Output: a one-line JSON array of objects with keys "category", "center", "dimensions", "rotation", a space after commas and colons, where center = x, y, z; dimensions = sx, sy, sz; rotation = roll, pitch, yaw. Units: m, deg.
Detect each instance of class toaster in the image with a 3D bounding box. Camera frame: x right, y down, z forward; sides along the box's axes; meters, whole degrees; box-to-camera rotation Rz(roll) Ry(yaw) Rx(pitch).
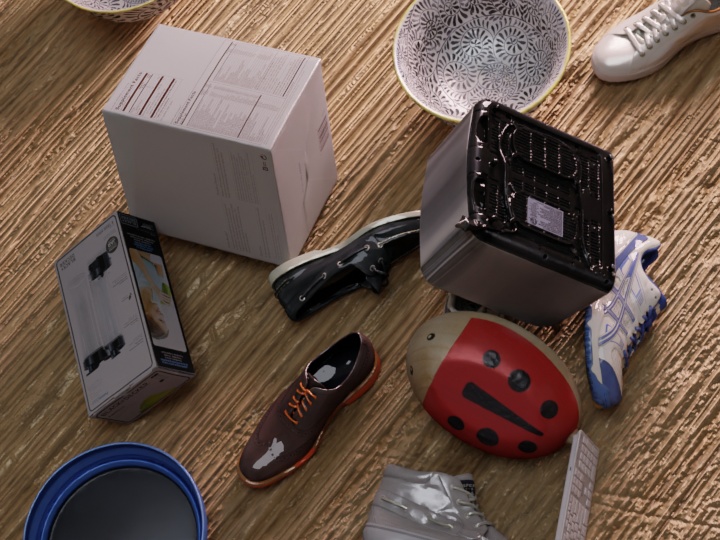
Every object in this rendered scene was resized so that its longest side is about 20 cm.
[{"category": "toaster", "center": [0.157, -0.060, 1.645], "dimensions": [0.199, 0.119, 0.182], "rotation": [20, 52, -22]}]

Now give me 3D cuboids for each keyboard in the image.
[{"category": "keyboard", "center": [0.210, 0.262, 1.596], "dimensions": [0.011, 0.056, 0.202], "rotation": [-4, 61, 35]}]

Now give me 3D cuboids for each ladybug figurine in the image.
[{"category": "ladybug figurine", "center": [0.135, 0.122, 1.638], "dimensions": [0.199, 0.072, 0.137], "rotation": [27, 107, 7]}]

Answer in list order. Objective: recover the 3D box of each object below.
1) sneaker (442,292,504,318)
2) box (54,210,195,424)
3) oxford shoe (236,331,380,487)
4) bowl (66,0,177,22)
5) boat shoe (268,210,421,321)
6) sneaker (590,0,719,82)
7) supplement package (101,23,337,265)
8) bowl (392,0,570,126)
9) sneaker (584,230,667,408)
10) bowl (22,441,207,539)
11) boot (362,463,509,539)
[{"category": "sneaker", "center": [0.144, -0.013, 1.730], "dimensions": [0.076, 0.081, 0.201], "rotation": [14, 66, 19]}, {"category": "box", "center": [-0.260, 0.052, 1.761], "dimensions": [0.116, 0.060, 0.201], "rotation": [-36, 57, 28]}, {"category": "oxford shoe", "center": [-0.062, 0.141, 1.698], "dimensions": [0.071, 0.073, 0.200], "rotation": [35, 76, 23]}, {"category": "bowl", "center": [-0.278, -0.375, 1.980], "dimensions": [0.199, 0.094, 0.203], "rotation": [-4, 64, 9]}, {"category": "boat shoe", "center": [-0.001, -0.001, 1.755], "dimensions": [0.198, 0.075, 0.067], "rotation": [-21, 64, 1]}, {"category": "sneaker", "center": [0.347, -0.288, 1.822], "dimensions": [0.199, 0.085, 0.073], "rotation": [-29, 64, -2]}, {"category": "supplement package", "center": [-0.149, -0.138, 1.771], "dimensions": [0.198, 0.192, 0.148], "rotation": [14, 53, 17]}, {"category": "bowl", "center": [0.140, -0.229, 1.818], "dimensions": [0.199, 0.094, 0.203], "rotation": [-4, 64, 8]}, {"category": "sneaker", "center": [0.276, 0.046, 1.678], "dimensions": [0.087, 0.075, 0.202], "rotation": [2, 67, 7]}, {"category": "bowl", "center": [-0.254, 0.281, 1.686], "dimensions": [0.198, 0.039, 0.202], "rotation": [-5, 63, 9]}, {"category": "boot", "center": [0.103, 0.250, 1.611], "dimensions": [0.198, 0.074, 0.096], "rotation": [12, 74, 17]}]
